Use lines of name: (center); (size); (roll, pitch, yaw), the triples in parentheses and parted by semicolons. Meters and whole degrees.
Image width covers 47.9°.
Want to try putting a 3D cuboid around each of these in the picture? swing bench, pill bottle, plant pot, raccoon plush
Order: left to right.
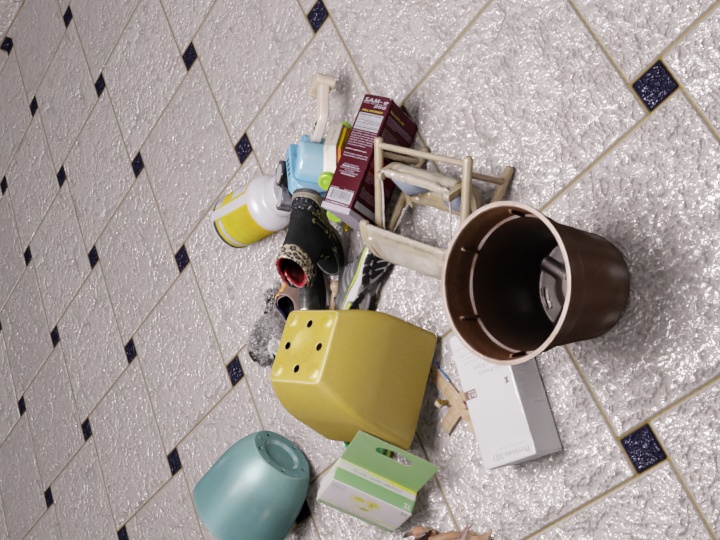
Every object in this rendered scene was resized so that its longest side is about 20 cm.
pill bottle: (-0.201, -0.122, 1.610); (0.199, 0.111, 0.114); (-21, 74, 44)
plant pot: (-0.188, 0.403, 1.521); (0.162, 0.199, 0.201); (-53, 52, 15)
raccoon plush: (-0.156, 0.099, 1.546); (0.134, 0.096, 0.203); (-32, 65, 53)
plant pot: (-0.029, 0.154, 1.292); (0.194, 0.199, 0.197); (-3, 63, 44)
swing bench: (0.110, -0.087, 1.269); (0.197, 0.129, 0.203); (20, 102, 43)
plant pot: (0.243, 0.017, 1.074); (0.198, 0.196, 0.204); (-2, 88, 45)

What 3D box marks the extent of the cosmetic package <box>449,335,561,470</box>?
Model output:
cosmetic package: (0.211, 0.179, 1.191); (0.101, 0.073, 0.203); (-31, 65, 41)

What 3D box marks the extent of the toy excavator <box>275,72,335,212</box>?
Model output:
toy excavator: (-0.082, -0.225, 1.466); (0.201, 0.098, 0.196); (119, 153, -43)

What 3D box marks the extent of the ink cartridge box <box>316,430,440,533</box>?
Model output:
ink cartridge box: (0.024, 0.342, 1.294); (0.201, 0.144, 0.048); (119, 174, -52)

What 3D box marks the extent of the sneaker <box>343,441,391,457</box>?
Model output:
sneaker: (0.017, 0.273, 1.379); (0.073, 0.083, 0.204); (7, 89, 45)

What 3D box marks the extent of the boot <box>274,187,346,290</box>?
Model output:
boot: (-0.088, -0.021, 1.404); (0.072, 0.205, 0.155); (0, 50, 18)

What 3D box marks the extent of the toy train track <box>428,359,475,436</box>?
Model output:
toy train track: (0.128, 0.187, 1.305); (0.200, 0.032, 0.116); (49, 122, 37)

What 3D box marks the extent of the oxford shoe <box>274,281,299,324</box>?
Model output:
oxford shoe: (-0.128, 0.039, 1.538); (0.072, 0.072, 0.201); (-56, 38, 32)

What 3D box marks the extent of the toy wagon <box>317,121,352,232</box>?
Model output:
toy wagon: (-0.028, -0.155, 1.419); (0.039, 0.202, 0.156); (-1, 43, 15)

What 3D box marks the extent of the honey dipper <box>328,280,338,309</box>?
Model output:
honey dipper: (-0.066, 0.118, 1.510); (0.038, 0.038, 0.203); (19, 100, 45)

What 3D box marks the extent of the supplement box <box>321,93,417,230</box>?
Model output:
supplement box: (0.017, -0.174, 1.341); (0.060, 0.109, 0.203); (18, 83, 32)

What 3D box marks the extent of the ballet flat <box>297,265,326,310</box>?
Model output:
ballet flat: (-0.099, 0.023, 1.503); (0.056, 0.067, 0.202); (-21, 49, 20)

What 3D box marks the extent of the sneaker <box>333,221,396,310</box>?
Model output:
sneaker: (0.000, 0.000, 1.424); (0.081, 0.073, 0.202); (43, 116, 43)

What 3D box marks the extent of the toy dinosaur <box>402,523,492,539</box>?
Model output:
toy dinosaur: (0.124, 0.422, 1.218); (0.133, 0.201, 0.087); (10, 66, 9)
